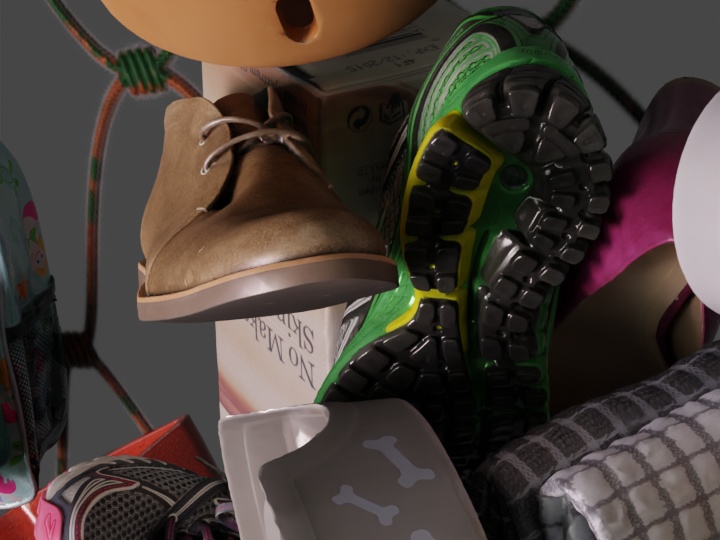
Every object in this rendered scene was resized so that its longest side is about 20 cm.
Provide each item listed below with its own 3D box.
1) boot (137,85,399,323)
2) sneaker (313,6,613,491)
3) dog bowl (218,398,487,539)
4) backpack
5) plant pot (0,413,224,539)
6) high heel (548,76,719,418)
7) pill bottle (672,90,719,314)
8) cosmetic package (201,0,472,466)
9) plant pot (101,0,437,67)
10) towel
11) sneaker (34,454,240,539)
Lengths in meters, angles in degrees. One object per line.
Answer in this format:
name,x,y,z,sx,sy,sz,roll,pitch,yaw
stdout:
boot,-0.039,-0.022,0.714,0.200,0.074,0.076,-168,76,-74
sneaker,0.036,0.003,0.753,0.085,0.078,0.200,-87,15,-53
dog bowl,0.012,0.131,0.689,0.200,0.059,0.200,163,90,-81
backpack,-0.242,0.022,1.095,0.177,0.151,0.200,0,107,7
plant pot,-0.140,0.214,1.078,0.176,0.200,0.200,54,144,-6
high heel,0.085,0.037,0.758,0.067,0.096,0.200,11,124,6
pill bottle,0.185,-0.009,0.608,0.200,0.109,0.109,13,119,47
cosmetic package,0.000,0.000,0.843,0.103,0.087,0.200,37,136,51
plant pot,-0.032,-0.163,0.740,0.200,0.200,0.140,37,151,33
towel,0.124,0.124,0.711,0.086,0.165,0.200,7,114,53
sneaker,-0.041,0.117,0.905,0.075,0.200,0.081,-19,63,51
